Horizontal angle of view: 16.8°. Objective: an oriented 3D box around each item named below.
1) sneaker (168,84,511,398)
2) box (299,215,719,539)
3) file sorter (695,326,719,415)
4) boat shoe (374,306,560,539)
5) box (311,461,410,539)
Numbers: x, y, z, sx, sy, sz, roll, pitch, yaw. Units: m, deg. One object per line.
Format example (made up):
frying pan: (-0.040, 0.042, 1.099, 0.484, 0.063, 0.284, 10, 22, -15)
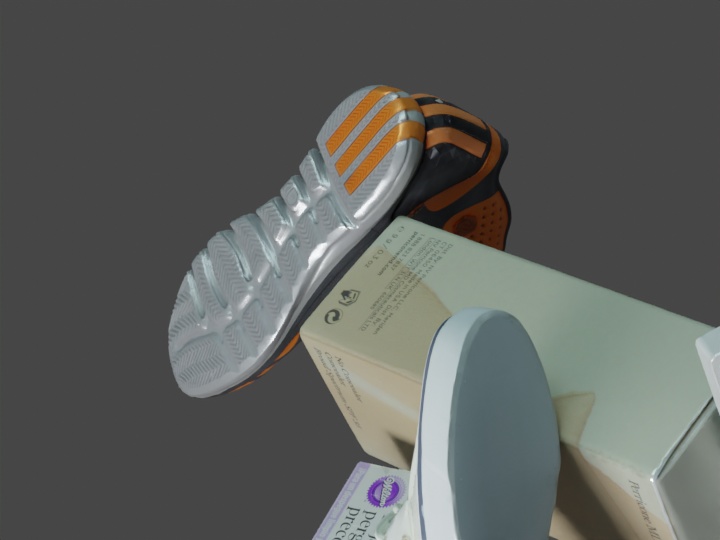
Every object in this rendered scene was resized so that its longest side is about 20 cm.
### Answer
sneaker: (0.000, 0.000, 1.159, 0.200, 0.112, 0.078, -43, 51, 31)
box: (0.081, 0.056, 1.043, 0.200, 0.095, 0.078, 20, 60, 41)
file sorter: (0.254, 0.060, 0.919, 0.200, 0.139, 0.125, -27, 44, -2)
boat shoe: (0.035, 0.115, 0.963, 0.070, 0.200, 0.071, -2, 2, 41)
box: (-0.024, 0.170, 1.018, 0.039, 0.041, 0.200, 10, 51, 33)
